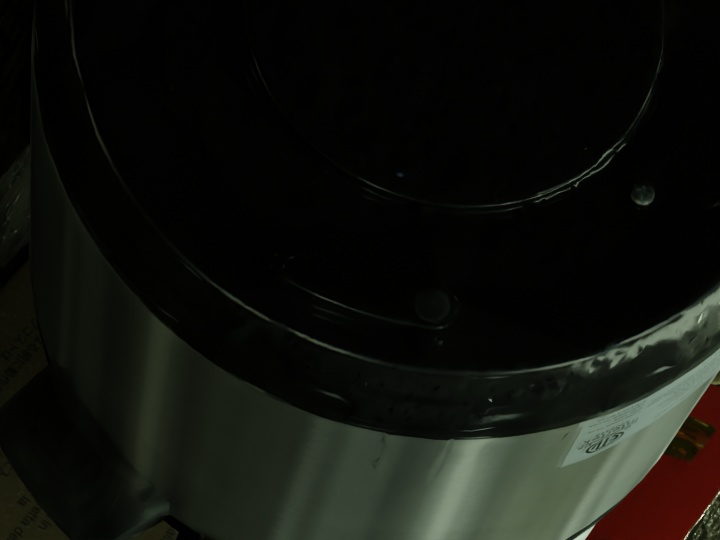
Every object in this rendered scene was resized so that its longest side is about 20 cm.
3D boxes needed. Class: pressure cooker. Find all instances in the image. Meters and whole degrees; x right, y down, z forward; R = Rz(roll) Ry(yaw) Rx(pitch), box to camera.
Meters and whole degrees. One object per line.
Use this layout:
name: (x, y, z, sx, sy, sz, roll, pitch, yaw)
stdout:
pressure cooker: (0.006, -0.016, 0.668, 0.200, 0.175, 0.179, 105, -9, -68)

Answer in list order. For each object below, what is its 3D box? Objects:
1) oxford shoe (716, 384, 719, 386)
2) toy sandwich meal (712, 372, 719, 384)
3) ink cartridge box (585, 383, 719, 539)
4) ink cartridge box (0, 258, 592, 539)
oxford shoe: (0.056, 0.072, 1.188, 0.071, 0.199, 0.072, 89, 2, -53)
toy sandwich meal: (0.129, -0.038, 1.189, 0.205, 0.205, 0.070, -51, 151, -35)
ink cartridge box: (0.010, 0.070, 0.883, 0.200, 0.160, 0.047, -47, 140, -30)
ink cartridge box: (-0.023, 0.051, 0.785, 0.200, 0.165, 0.075, -50, 167, -36)
